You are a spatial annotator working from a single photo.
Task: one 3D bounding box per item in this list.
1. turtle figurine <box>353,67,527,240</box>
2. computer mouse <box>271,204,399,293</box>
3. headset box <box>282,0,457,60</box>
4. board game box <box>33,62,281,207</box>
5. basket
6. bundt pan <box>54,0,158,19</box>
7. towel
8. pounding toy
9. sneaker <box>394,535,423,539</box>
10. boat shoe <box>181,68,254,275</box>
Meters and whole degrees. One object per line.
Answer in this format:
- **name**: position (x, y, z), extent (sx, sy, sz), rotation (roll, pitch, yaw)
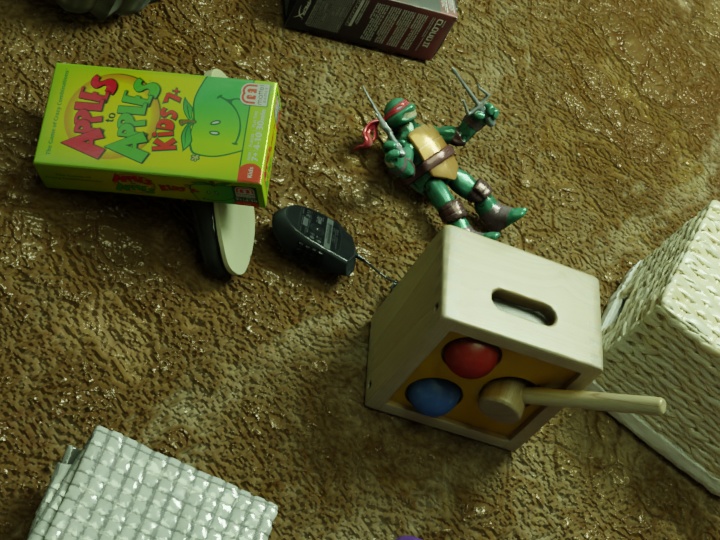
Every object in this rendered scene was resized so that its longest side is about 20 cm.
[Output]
- **turtle figurine**: position (0.080, -0.116, 1.336), extent (0.149, 0.101, 0.201), rotation (-37, 94, -27)
- **computer mouse**: position (0.000, 0.000, 1.256), extent (0.199, 0.034, 0.059), rotation (31, 31, -13)
- **headset box**: position (0.014, -0.325, 1.468), extent (0.199, 0.077, 0.150), rotation (10, 53, -21)
- **board game box**: position (-0.176, -0.119, 1.163), extent (0.199, 0.048, 0.102), rotation (6, 68, 3)
- **basket**: position (0.350, 0.071, 1.308), extent (0.200, 0.161, 0.198), rotation (37, 48, 2)
- **bundt pan**: position (-0.270, -0.329, 1.312), extent (0.201, 0.076, 0.203), rotation (15, 51, -20)
- **towel**: position (-0.169, 0.231, 0.954), extent (0.165, 0.086, 0.201), rotation (24, 50, -9)
- **pounding toy**: position (0.131, 0.079, 1.161), extent (0.199, 0.184, 0.143), rotation (19, 50, -16)
- **sneaker**: position (0.101, 0.270, 1.094), extent (0.199, 0.081, 0.084), rotation (30, 31, -16)
- **boat shoe**: position (-0.141, -0.086, 1.219), extent (0.074, 0.063, 0.203), rotation (37, 40, -65)
